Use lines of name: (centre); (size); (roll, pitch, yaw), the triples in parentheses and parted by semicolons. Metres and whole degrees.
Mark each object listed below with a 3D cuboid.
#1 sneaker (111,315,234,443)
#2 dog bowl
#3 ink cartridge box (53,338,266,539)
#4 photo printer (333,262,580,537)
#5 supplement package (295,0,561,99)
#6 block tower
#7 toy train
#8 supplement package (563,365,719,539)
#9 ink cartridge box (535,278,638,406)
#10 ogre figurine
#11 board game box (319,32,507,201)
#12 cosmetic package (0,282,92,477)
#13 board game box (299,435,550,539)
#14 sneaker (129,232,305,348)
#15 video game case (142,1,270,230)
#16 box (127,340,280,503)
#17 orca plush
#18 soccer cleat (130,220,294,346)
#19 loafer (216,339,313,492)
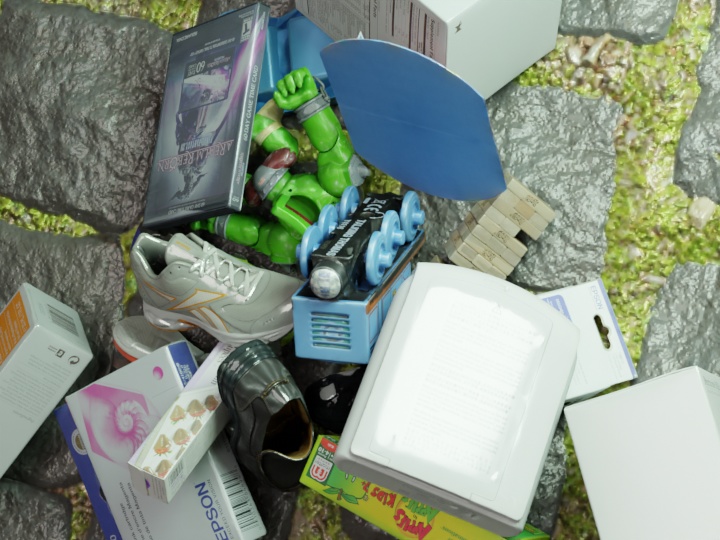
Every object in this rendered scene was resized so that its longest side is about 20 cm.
sneaker: (-0.162, 0.124, 1.581); (0.200, 0.077, 0.082); (36, 125, 24)
dog bowl: (-0.069, -0.204, 1.592); (0.199, 0.050, 0.112); (-11, 77, 23)
ink cartridge box: (-0.203, 0.191, 1.543); (0.200, 0.043, 0.197); (-28, 83, 33)
photo printer: (0.086, 0.098, 1.356); (0.166, 0.069, 0.201); (22, 68, -2)
supplement package: (0.059, -0.264, 1.460); (0.152, 0.151, 0.200); (-37, 64, -21)
block tower: (0.090, 0.007, 1.471); (0.058, 0.054, 0.200); (38, 99, -11)
toy train: (0.000, 0.000, 1.436); (0.086, 0.200, 0.115); (6, 113, 16)
supplement package: (0.261, 0.194, 1.336); (0.119, 0.121, 0.201); (-20, 74, 19)
ink cartridge box: (0.132, 0.079, 1.428); (0.199, 0.039, 0.100); (-14, 73, -13)
ogre figurine: (-0.073, -0.081, 1.536); (0.120, 0.098, 0.200); (43, 102, 5)
board game box: (0.055, -0.139, 1.410); (0.158, 0.200, 0.039); (17, 61, 27)
cosmetic package: (-0.359, 0.124, 1.633); (0.200, 0.071, 0.101); (-52, 30, 9)
board game box: (0.056, 0.209, 1.436); (0.200, 0.102, 0.048); (26, 96, 26)
sneaker: (-0.133, 0.011, 1.475); (0.199, 0.092, 0.076); (4, 42, 34)
video game case: (-0.146, -0.143, 1.544); (0.143, 0.019, 0.201); (-9, 67, 49)
box: (-0.136, 0.118, 1.460); (0.039, 0.042, 0.200); (22, 52, 18)
orca plush: (0.045, 0.138, 1.452); (0.199, 0.105, 0.071); (13, 42, 0)
soccer cleat: (-0.143, 0.020, 1.592); (0.200, 0.065, 0.084); (35, 126, 21)
loafer: (-0.074, 0.147, 1.457); (0.073, 0.200, 0.072); (-38, 55, -14)
